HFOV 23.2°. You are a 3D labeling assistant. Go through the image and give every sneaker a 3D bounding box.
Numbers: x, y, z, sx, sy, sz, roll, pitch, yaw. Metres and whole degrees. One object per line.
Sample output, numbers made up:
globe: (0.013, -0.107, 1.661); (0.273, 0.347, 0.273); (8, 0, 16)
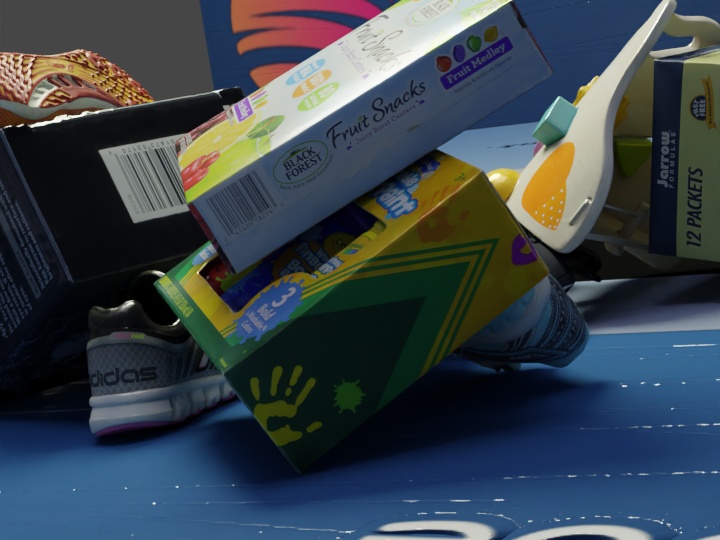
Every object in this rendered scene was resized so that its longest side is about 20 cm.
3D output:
sneaker: (-0.208, -0.105, 1.195); (0.077, 0.073, 0.200); (-46, -24, 25)
sneaker: (0.058, 0.029, 1.045); (0.086, 0.078, 0.200); (36, -13, -26)
sneaker: (-0.111, 0.039, 1.104); (0.073, 0.088, 0.200); (-6, 8, 25)

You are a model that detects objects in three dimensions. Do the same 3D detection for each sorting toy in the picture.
sorting toy: (0.192, -0.104, 1.242); (0.107, 0.180, 0.200); (37, 14, 27)

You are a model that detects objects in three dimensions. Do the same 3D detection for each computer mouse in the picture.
computer mouse: (0.087, -0.020, 1.190); (0.140, 0.046, 0.200); (29, 24, 13)

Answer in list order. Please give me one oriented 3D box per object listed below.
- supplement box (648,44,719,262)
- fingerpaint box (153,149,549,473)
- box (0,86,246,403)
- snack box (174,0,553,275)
supplement box: (0.327, -0.082, 1.199); (0.199, 0.135, 0.200); (8, 15, 31)
fingerpaint box: (-0.014, 0.003, 0.963); (0.167, 0.073, 0.200); (-38, 20, -5)
box: (-0.176, -0.014, 1.197); (0.196, 0.118, 0.200); (-15, -18, -40)
snack box: (-0.005, -0.088, 0.970); (0.200, 0.053, 0.142); (-31, 20, 2)
